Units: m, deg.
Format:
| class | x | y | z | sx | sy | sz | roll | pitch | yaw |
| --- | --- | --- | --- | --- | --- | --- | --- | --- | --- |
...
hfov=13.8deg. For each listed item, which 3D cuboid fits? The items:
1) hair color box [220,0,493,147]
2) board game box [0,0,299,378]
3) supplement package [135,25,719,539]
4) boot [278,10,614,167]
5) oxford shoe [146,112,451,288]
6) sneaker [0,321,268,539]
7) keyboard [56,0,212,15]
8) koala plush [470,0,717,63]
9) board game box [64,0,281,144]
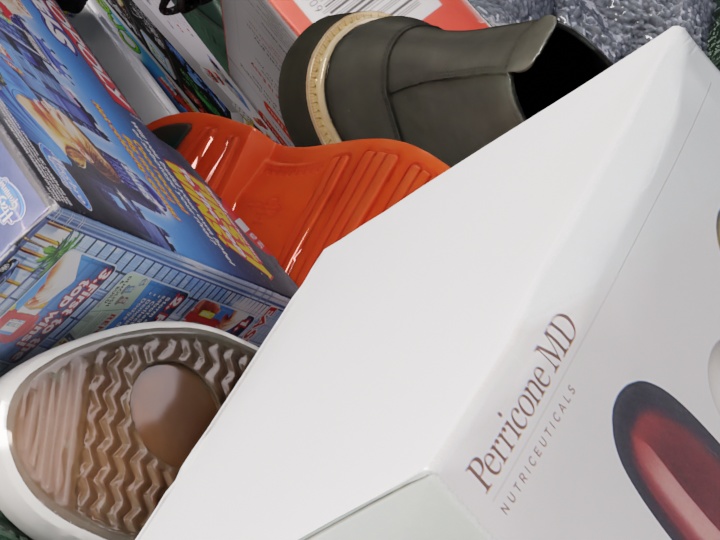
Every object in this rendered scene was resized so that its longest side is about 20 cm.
| class | x | y | z | sx | sy | sz | roll | pitch | yaw |
| --- | --- | --- | --- | --- | --- | --- | --- | --- | --- |
| hair color box | -0.001 | -0.070 | 1.145 | 0.102 | 0.061 | 0.200 | 51 | -12 | 13 |
| board game box | -0.103 | -0.034 | 0.867 | 0.200 | 0.062 | 0.200 | 53 | 9 | 32 |
| supplement package | 0.067 | 0.089 | 0.749 | 0.200 | 0.147 | 0.192 | 47 | 41 | -13 |
| boot | 0.074 | -0.007 | 0.987 | 0.200 | 0.078 | 0.138 | 41 | -19 | -26 |
| oxford shoe | 0.000 | 0.000 | 0.974 | 0.199 | 0.071 | 0.073 | 24 | -14 | 45 |
| sneaker | -0.040 | 0.062 | 0.838 | 0.199 | 0.084 | 0.073 | 6 | 67 | -46 |
| keyboard | -0.102 | -0.114 | 0.949 | 0.126 | 0.021 | 0.200 | 12 | -10 | 0 |
| koala plush | 0.054 | -0.111 | 1.383 | 0.200 | 0.184 | 0.178 | 32 | 19 | -50 |
| board game box | -0.105 | -0.101 | 1.133 | 0.200 | 0.035 | 0.126 | 53 | 11 | 12 |
